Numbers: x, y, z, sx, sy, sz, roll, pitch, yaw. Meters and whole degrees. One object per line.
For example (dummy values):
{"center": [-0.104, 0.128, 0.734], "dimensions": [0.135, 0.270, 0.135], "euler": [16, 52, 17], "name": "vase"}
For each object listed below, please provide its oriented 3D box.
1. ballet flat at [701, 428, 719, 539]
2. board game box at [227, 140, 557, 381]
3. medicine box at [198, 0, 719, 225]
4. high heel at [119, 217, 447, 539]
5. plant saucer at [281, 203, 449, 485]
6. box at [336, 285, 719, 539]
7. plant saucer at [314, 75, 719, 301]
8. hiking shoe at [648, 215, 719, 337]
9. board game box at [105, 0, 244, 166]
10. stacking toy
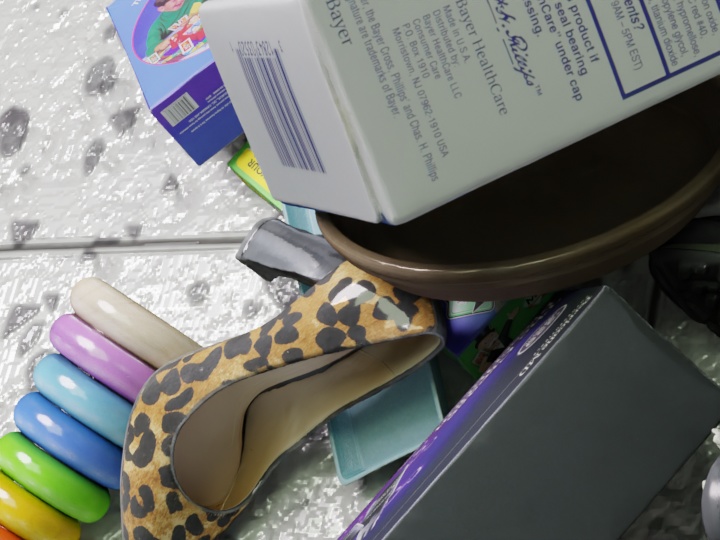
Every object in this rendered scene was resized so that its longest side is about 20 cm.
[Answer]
{"center": [0.173, 0.072, 1.001], "dimensions": [0.073, 0.200, 0.073], "euler": [4, 104, 17], "name": "ballet flat"}
{"center": [0.038, -0.050, 1.245], "dimensions": [0.135, 0.029, 0.200], "euler": [-47, 49, -4], "name": "board game box"}
{"center": [0.054, -0.108, 1.068], "dimensions": [0.200, 0.103, 0.182], "euler": [-24, 10, -13], "name": "medicine box"}
{"center": [-0.039, 0.078, 1.161], "dimensions": [0.142, 0.071, 0.200], "euler": [21, 87, 50], "name": "high heel"}
{"center": [0.000, 0.000, 1.206], "dimensions": [0.070, 0.019, 0.201], "euler": [-30, 61, 36], "name": "plant saucer"}
{"center": [0.055, 0.105, 1.059], "dimensions": [0.079, 0.141, 0.200], "euler": [42, 86, -4], "name": "box"}
{"center": [0.078, -0.044, 1.133], "dimensions": [0.199, 0.030, 0.200], "euler": [-14, 30, 8], "name": "plant saucer"}
{"center": [0.228, -0.019, 1.094], "dimensions": [0.199, 0.076, 0.101], "euler": [0, 53, 21], "name": "hiking shoe"}
{"center": [-0.034, -0.159, 1.320], "dimensions": [0.200, 0.045, 0.135], "euler": [-37, 33, 6], "name": "board game box"}
{"center": [-0.157, 0.106, 1.241], "dimensions": [0.085, 0.085, 0.200], "euler": [31, 87, 40], "name": "stacking toy"}
